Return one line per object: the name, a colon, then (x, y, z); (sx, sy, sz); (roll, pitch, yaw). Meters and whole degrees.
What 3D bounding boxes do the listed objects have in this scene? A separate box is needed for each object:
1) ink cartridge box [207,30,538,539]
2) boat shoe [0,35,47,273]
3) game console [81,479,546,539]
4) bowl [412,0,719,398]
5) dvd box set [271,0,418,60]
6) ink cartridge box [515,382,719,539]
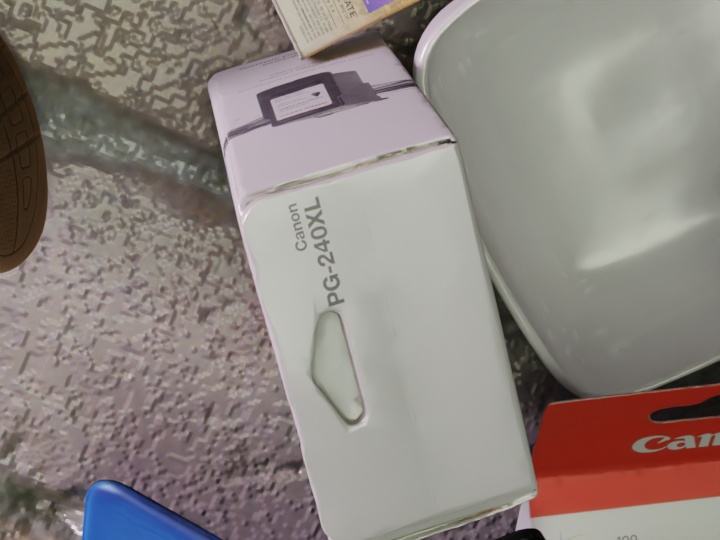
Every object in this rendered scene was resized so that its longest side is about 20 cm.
ink cartridge box: (0.000, 0.000, 0.705); (0.083, 0.200, 0.146); (-16, 110, -3)
boat shoe: (-0.196, -0.087, 0.725); (0.065, 0.072, 0.201); (-9, 120, 33)
game console: (-0.029, 0.167, 0.803); (0.170, 0.118, 0.201); (-17, 143, -27)
bowl: (0.131, -0.066, 0.770); (0.199, 0.075, 0.201); (-27, 111, 1)
dvd box set: (0.032, -0.196, 0.725); (0.199, 0.029, 0.147); (-27, 101, 2)
ink cartridge box: (0.152, 0.120, 0.794); (0.159, 0.047, 0.200); (-5, 145, -6)
